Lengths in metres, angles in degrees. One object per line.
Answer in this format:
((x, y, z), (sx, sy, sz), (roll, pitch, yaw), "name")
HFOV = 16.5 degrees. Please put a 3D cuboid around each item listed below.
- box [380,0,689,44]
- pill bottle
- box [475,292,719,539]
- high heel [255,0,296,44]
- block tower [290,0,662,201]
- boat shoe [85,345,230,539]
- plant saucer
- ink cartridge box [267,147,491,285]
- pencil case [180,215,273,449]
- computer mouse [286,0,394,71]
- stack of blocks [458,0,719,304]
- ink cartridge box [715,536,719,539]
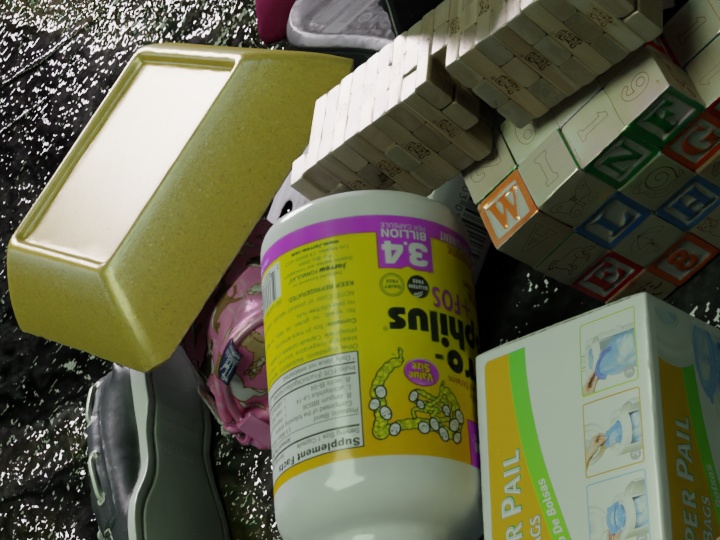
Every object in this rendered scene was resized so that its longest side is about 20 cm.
((0.098, -0.215, 1.243), (0.198, 0.123, 0.200), (-13, 57, 5), "box")
((0.009, 0.071, 1.171), (0.104, 0.104, 0.201), (-24, 59, 36), "pill bottle")
((0.127, 0.130, 1.117), (0.101, 0.112, 0.201), (-23, 58, 37), "box")
((-0.054, -0.234, 1.508), (0.096, 0.067, 0.201), (-39, 48, 24), "high heel")
((0.052, -0.093, 1.174), (0.200, 0.054, 0.058), (-35, 32, 35), "block tower")
((-0.119, 0.131, 1.404), (0.060, 0.075, 0.201), (-35, 38, 29), "boat shoe")
((-0.115, -0.051, 1.365), (0.201, 0.048, 0.200), (-58, 27, -11), "plant saucer")
((0.000, 0.000, 1.375), (0.200, 0.057, 0.164), (6, 75, 68), "ink cartridge box")
((-0.063, 0.022, 1.336), (0.200, 0.086, 0.083), (-130, 33, -62), "pencil case")
((0.034, -0.122, 1.359), (0.138, 0.053, 0.200), (-41, 32, -19), "computer mouse")
((0.158, -0.075, 1.179), (0.200, 0.115, 0.059), (-43, 46, 23), "stack of blocks")
((0.181, 0.206, 0.966), (0.165, 0.200, 0.075), (-45, 3, 23), "ink cartridge box")
